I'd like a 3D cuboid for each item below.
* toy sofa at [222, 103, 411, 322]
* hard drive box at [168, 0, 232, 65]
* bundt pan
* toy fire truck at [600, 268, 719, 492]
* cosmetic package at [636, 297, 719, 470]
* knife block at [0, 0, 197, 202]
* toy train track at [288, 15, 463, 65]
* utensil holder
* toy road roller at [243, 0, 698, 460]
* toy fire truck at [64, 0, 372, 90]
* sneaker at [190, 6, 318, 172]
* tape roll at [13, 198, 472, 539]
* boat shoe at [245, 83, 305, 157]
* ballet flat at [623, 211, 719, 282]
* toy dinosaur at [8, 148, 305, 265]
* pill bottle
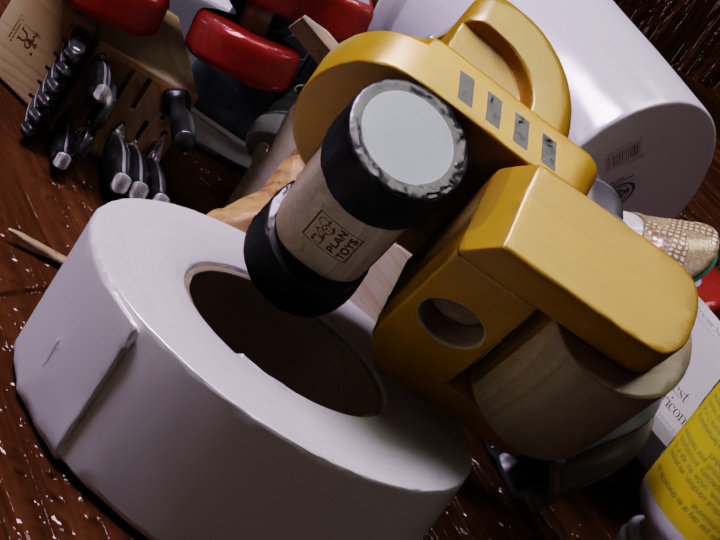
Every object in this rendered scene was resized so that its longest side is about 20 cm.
[{"bbox_3d":[0.000,0.000,0.970,0.082,0.098,0.200,22,20,-36],"label":"toy sofa"},{"bbox_3d":[-0.118,-0.180,1.268,0.199,0.077,0.156,25,19,-35],"label":"hard drive box"},{"bbox_3d":[0.104,0.022,0.935,0.075,0.204,0.202,-13,33,-10],"label":"bundt pan"},{"bbox_3d":[0.184,0.083,1.131,0.166,0.113,0.200,-11,44,-32],"label":"toy fire truck"},{"bbox_3d":[0.225,0.112,1.033,0.200,0.083,0.051,48,-21,-9],"label":"cosmetic package"},{"bbox_3d":[-0.133,-0.099,1.036,0.175,0.064,0.199,43,17,21],"label":"knife block"},{"bbox_3d":[0.028,-0.105,0.905,0.115,0.033,0.200,49,-21,-10],"label":"toy train track"},{"bbox_3d":[0.122,-0.116,1.182,0.169,0.170,0.201,15,33,-50],"label":"utensil holder"},{"bbox_3d":[0.059,-0.028,0.770,0.199,0.123,0.147,36,54,-7],"label":"toy road roller"},{"bbox_3d":[-0.085,-0.194,1.027,0.198,0.113,0.168,23,15,-8],"label":"toy fire truck"},{"bbox_3d":[-0.015,-0.118,1.184,0.201,0.147,0.077,28,15,-28],"label":"sneaker"},{"bbox_3d":[-0.051,0.055,0.761,0.201,0.071,0.203,33,17,-11],"label":"tape roll"},{"bbox_3d":[0.021,-0.078,1.071,0.198,0.067,0.070,12,-34,37],"label":"boat shoe"},{"bbox_3d":[0.115,-0.001,1.042,0.066,0.198,0.071,57,25,-26],"label":"ballet flat"},{"bbox_3d":[-0.070,-0.010,0.893,0.199,0.061,0.106,-30,61,-35],"label":"toy dinosaur"},{"bbox_3d":[0.220,0.112,0.916,0.114,0.201,0.114,32,17,-11],"label":"pill bottle"}]
